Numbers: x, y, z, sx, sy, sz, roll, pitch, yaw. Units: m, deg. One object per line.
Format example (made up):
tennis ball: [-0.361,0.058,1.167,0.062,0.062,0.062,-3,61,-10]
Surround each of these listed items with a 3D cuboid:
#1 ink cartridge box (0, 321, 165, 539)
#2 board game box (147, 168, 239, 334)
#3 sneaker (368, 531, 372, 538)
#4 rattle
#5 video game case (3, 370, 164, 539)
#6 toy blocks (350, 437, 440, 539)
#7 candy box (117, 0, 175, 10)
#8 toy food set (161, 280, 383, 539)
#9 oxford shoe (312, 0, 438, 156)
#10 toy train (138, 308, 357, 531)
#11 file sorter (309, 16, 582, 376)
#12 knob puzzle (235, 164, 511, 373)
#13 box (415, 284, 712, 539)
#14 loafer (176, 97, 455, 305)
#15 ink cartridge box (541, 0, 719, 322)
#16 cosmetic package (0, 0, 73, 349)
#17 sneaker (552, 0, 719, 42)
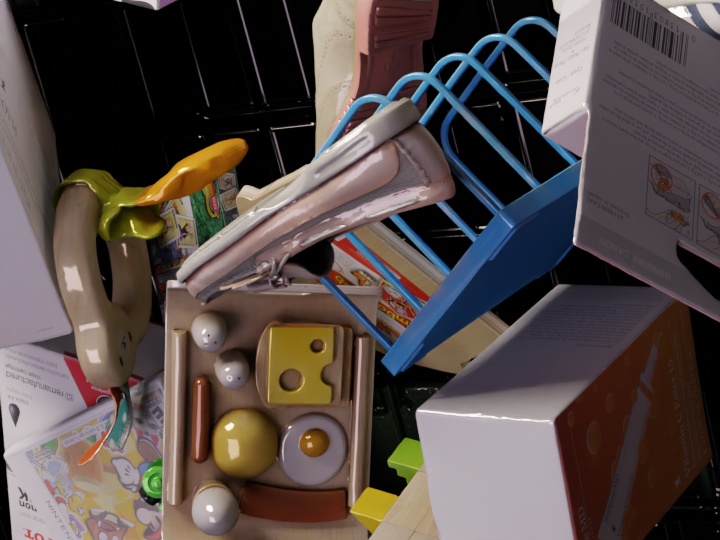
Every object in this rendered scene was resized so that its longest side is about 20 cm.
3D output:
ink cartridge box: [-0.199,0.138,1.589,0.143,0.084,0.201,16,121,27]
board game box: [-0.107,0.032,1.465,0.104,0.023,0.202,-15,85,49]
sneaker: [-0.064,0.131,1.498,0.110,0.077,0.201,-8,114,26]
rattle: [-0.135,0.025,1.406,0.142,0.130,0.202,-7,74,-2]
video game case: [-0.158,0.182,1.510,0.199,0.023,0.183,-26,98,41]
toy blocks: [0.071,0.191,1.382,0.099,0.200,0.137,13,133,30]
candy box: [-0.199,-0.284,1.395,0.199,0.071,0.169,16,121,27]
toy food set: [-0.059,0.104,1.350,0.142,0.060,0.202,1,103,-7]
oxford shoe: [0.001,-0.132,1.350,0.074,0.070,0.201,47,135,39]
toy train: [-0.070,0.098,1.397,0.200,0.042,0.056,-44,94,4]
file sorter: [0.068,-0.056,1.246,0.123,0.200,0.139,47,129,11]
knob puzzle: [0.000,0.000,1.385,0.219,0.031,0.220,29,158,12]
box: [0.132,0.103,1.275,0.097,0.200,0.125,1,113,33]
loafer: [-0.028,-0.022,1.162,0.200,0.072,0.063,-36,91,38]
ink cartridge box: [0.188,-0.044,1.128,0.199,0.177,0.045,27,147,-26]
cosmetic package: [-0.284,-0.080,1.416,0.122,0.201,0.200,-13,140,-1]
sneaker: [0.210,-0.141,1.194,0.199,0.075,0.085,4,121,39]
